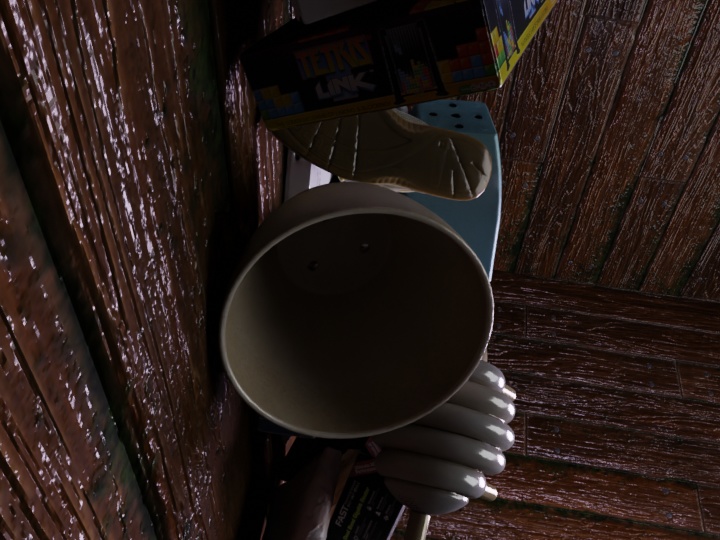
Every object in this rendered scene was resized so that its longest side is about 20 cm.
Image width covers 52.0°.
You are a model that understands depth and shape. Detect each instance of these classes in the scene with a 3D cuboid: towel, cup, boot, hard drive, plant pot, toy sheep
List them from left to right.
[{"bbox_3d":[-0.078,0.303,0.772,0.191,0.032,0.201,128,-22,-56],"label":"towel"},{"bbox_3d":[-0.044,-0.146,0.777,0.200,0.027,0.133,-70,167,-68],"label":"hard drive"},{"bbox_3d":[-0.013,0.009,0.585,0.143,0.199,0.201,-110,-158,-57],"label":"cup"},{"bbox_3d":[-0.004,-0.111,0.650,0.155,0.199,0.072,24,-82,68],"label":"boot"},{"bbox_3d":[0.105,-0.109,0.947,0.142,0.140,0.201,-93,-174,-52],"label":"plant pot"},{"bbox_3d":[0.072,0.141,0.644,0.138,0.137,0.201,86,14,-69],"label":"toy sheep"}]

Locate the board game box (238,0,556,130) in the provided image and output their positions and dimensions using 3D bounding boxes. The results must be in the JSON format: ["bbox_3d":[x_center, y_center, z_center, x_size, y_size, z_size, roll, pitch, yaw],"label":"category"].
[{"bbox_3d":[0.038,-0.172,0.508,0.200,0.164,0.057,-56,135,-49],"label":"board game box"}]

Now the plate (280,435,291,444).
[{"bbox_3d":[-0.035,0.096,0.916,0.200,0.032,0.200,-56,-178,13],"label":"plate"}]

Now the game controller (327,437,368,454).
[{"bbox_3d":[0.012,0.138,0.856,0.104,0.042,0.200,-31,-167,40],"label":"game controller"}]

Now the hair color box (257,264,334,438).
[{"bbox_3d":[-0.057,0.051,0.731,0.100,0.060,0.201,-78,176,-77],"label":"hair color box"}]

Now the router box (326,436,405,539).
[{"bbox_3d":[0.019,0.240,0.789,0.150,0.062,0.201,-40,153,-62],"label":"router box"}]

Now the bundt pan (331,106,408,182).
[{"bbox_3d":[0.010,-0.141,0.917,0.202,0.075,0.203,-173,-90,-83],"label":"bundt pan"}]

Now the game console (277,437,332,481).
[{"bbox_3d":[-0.008,0.119,0.787,0.200,0.031,0.177,-50,180,38],"label":"game console"}]

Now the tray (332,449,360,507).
[{"bbox_3d":[-0.009,0.214,0.919,0.200,0.037,0.099,-45,-157,9],"label":"tray"}]

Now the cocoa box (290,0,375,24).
[{"bbox_3d":[0.045,-0.247,0.429,0.131,0.199,0.134,-75,148,-60],"label":"cocoa box"}]
